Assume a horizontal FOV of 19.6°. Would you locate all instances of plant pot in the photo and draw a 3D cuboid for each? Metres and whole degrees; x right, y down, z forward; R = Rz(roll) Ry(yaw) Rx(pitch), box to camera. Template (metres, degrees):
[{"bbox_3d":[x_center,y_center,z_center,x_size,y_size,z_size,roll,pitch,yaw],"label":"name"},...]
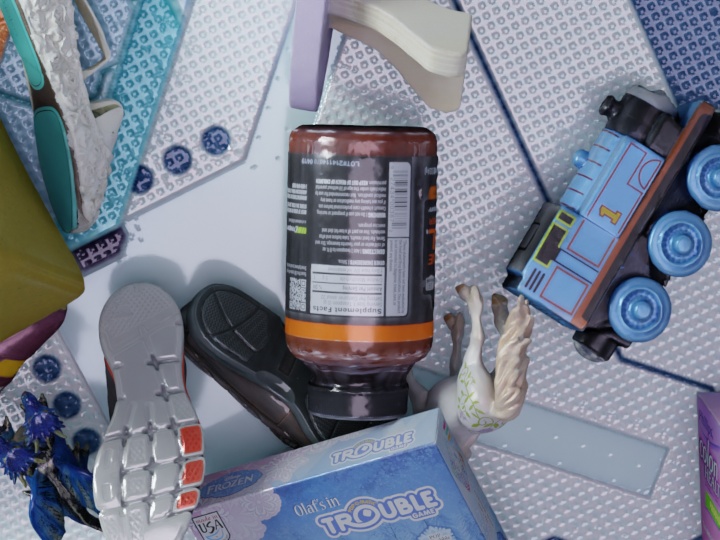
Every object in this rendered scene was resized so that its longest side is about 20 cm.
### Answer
[{"bbox_3d":[-0.327,-0.033,1.355,0.193,0.200,0.197,-30,81,4],"label":"plant pot"}]

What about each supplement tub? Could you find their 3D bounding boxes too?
[{"bbox_3d":[0.000,0.000,1.450,0.106,0.107,0.202,1,96,-4],"label":"supplement tub"}]

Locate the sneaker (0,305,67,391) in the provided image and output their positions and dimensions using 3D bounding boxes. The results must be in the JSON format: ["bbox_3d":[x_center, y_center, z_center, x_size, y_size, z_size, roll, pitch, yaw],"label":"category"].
[{"bbox_3d":[-0.284,0.084,1.490,0.199,0.075,0.090,-30,119,4],"label":"sneaker"}]

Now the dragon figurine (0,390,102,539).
[{"bbox_3d":[-0.209,0.154,1.463,0.059,0.100,0.201,-30,126,-6],"label":"dragon figurine"}]

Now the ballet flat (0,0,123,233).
[{"bbox_3d":[-0.198,-0.126,1.443,0.071,0.072,0.202,-13,104,0],"label":"ballet flat"}]

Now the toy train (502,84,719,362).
[{"bbox_3d":[0.188,-0.038,1.465,0.114,0.087,0.201,31,89,-8],"label":"toy train"}]

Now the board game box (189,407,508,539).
[{"bbox_3d":[0.005,0.209,1.491,0.199,0.044,0.200,-18,119,20],"label":"board game box"}]

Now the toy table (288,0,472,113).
[{"bbox_3d":[0.020,-0.192,1.391,0.116,0.185,0.201,8,140,2],"label":"toy table"}]

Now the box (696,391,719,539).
[{"bbox_3d":[0.345,0.189,1.533,0.174,0.097,0.202,-5,103,-2],"label":"box"}]

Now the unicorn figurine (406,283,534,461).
[{"bbox_3d":[0.072,0.093,1.483,0.073,0.200,0.139,-3,74,-10],"label":"unicorn figurine"}]

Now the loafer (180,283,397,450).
[{"bbox_3d":[-0.052,0.086,1.511,0.200,0.063,0.072,41,56,-13],"label":"loafer"}]

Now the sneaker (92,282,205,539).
[{"bbox_3d":[-0.144,0.113,1.459,0.076,0.082,0.202,0,67,-2],"label":"sneaker"}]
